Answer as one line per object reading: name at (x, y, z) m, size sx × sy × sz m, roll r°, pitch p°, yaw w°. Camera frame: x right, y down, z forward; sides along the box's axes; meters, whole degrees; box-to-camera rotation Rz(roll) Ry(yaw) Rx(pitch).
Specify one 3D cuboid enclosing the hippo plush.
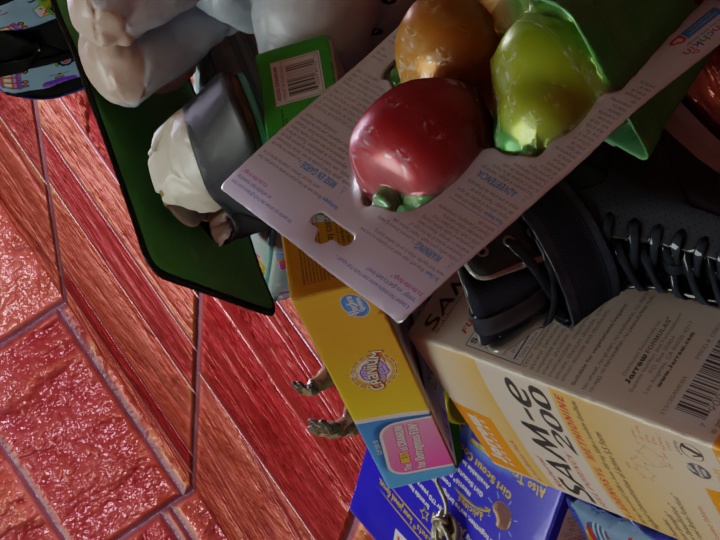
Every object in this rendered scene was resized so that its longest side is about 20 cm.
hippo plush at (-0.050, -0.144, 1.197) m, size 0.160 × 0.200 × 0.160 m, roll 27°, pitch 119°, yaw 15°

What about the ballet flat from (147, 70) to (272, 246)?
ballet flat at (-0.076, -0.052, 1.173) m, size 0.073 × 0.073 × 0.200 m, roll 54°, pitch 176°, yaw 10°

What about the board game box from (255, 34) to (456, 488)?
board game box at (0.000, 0.000, 1.142) m, size 0.200 × 0.040 × 0.154 m, roll 65°, pitch -167°, yaw -54°

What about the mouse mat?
mouse mat at (-0.114, -0.072, 1.272) m, size 0.161 × 0.007 × 0.201 m, roll 24°, pitch -139°, yaw -65°

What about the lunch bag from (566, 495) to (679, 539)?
lunch bag at (0.200, 0.188, 1.182) m, size 0.201 × 0.094 × 0.150 m, roll 53°, pitch 169°, yaw -21°

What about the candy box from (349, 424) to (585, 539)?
candy box at (0.085, 0.112, 1.329) m, size 0.169 × 0.077 × 0.201 m, roll 46°, pitch 131°, yaw 39°

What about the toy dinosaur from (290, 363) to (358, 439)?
toy dinosaur at (0.028, 0.056, 1.480) m, size 0.085 × 0.136 × 0.201 m, roll 21°, pitch 148°, yaw 33°

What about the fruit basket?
fruit basket at (0.052, -0.069, 0.976) m, size 0.094 × 0.200 × 0.185 m, roll 48°, pitch 172°, yaw -34°

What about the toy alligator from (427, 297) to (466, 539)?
toy alligator at (0.034, 0.077, 1.279) m, size 0.059 × 0.054 × 0.202 m, roll 18°, pitch 111°, yaw 52°

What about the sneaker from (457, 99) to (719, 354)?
sneaker at (0.128, 0.004, 0.986) m, size 0.202 × 0.146 × 0.077 m, roll 43°, pitch 159°, yaw 41°

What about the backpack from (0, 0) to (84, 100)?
backpack at (-0.167, -0.207, 1.369) m, size 0.135 × 0.199 × 0.183 m, roll 60°, pitch 176°, yaw 30°

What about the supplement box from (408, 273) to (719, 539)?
supplement box at (0.136, 0.067, 1.084) m, size 0.199 × 0.074 × 0.126 m, roll 19°, pitch 155°, yaw 40°

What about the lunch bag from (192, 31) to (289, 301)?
lunch bag at (-0.056, -0.082, 1.374) m, size 0.200 × 0.077 × 0.161 m, roll 106°, pitch 142°, yaw -58°
